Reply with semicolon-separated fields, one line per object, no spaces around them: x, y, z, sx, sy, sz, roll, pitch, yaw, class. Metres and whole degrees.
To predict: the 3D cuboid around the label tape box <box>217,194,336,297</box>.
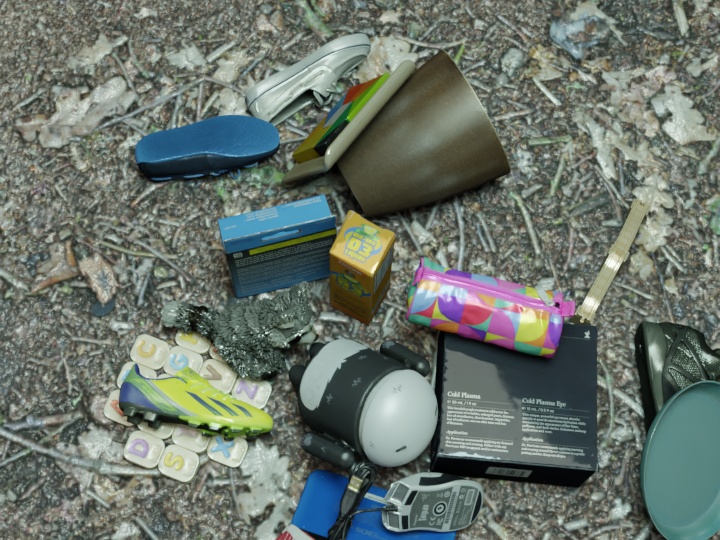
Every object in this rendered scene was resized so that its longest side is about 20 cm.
-0.104;-0.041;1.447;0.142;0.200;0.064;-13;69;-7;label tape box

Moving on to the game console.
0.002;0.366;1.393;0.197;0.119;0.172;17;38;5;game console

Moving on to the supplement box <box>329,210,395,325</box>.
0.000;0.000;1.434;0.066;0.200;0.069;27;70;9;supplement box

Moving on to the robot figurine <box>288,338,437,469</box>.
0.004;0.161;1.398;0.198;0.124;0.152;22;97;38;robot figurine

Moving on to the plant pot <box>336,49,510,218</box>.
0.071;-0.161;1.525;0.198;0.187;0.188;-31;72;2;plant pot

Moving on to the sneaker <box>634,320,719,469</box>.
0.417;0.162;1.449;0.112;0.076;0.202;0;68;0;sneaker

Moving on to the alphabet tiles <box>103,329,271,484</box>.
-0.222;0.166;1.465;0.193;0.015;0.202;21;70;6;alphabet tiles

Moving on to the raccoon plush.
-0.150;0.061;1.423;0.197;0.135;0.098;10;53;-10;raccoon plush

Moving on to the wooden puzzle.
-0.024;-0.196;1.511;0.037;0.200;0.186;43;73;-11;wooden puzzle

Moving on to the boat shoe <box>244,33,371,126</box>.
-0.065;-0.263;1.603;0.198;0.072;0.066;-28;76;-11;boat shoe

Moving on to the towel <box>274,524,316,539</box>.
-0.063;0.369;1.242;0.143;0.023;0.200;29;31;11;towel

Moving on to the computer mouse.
0.057;0.277;1.362;0.197;0.044;0.111;5;108;-28;computer mouse

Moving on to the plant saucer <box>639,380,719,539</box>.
0.406;0.234;1.394;0.198;0.027;0.204;-5;98;-34;plant saucer

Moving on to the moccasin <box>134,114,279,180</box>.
-0.209;-0.167;1.566;0.197;0.068;0.082;-4;61;-4;moccasin

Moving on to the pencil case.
0.154;0.044;1.376;0.197;0.089;0.090;12;69;4;pencil case

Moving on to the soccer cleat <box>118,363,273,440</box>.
-0.204;0.161;1.426;0.197;0.065;0.085;10;67;0;soccer cleat

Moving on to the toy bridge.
0.338;-0.013;1.519;0.027;0.067;0.201;28;70;9;toy bridge

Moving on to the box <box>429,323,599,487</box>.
0.193;0.163;1.428;0.197;0.104;0.185;6;69;0;box
